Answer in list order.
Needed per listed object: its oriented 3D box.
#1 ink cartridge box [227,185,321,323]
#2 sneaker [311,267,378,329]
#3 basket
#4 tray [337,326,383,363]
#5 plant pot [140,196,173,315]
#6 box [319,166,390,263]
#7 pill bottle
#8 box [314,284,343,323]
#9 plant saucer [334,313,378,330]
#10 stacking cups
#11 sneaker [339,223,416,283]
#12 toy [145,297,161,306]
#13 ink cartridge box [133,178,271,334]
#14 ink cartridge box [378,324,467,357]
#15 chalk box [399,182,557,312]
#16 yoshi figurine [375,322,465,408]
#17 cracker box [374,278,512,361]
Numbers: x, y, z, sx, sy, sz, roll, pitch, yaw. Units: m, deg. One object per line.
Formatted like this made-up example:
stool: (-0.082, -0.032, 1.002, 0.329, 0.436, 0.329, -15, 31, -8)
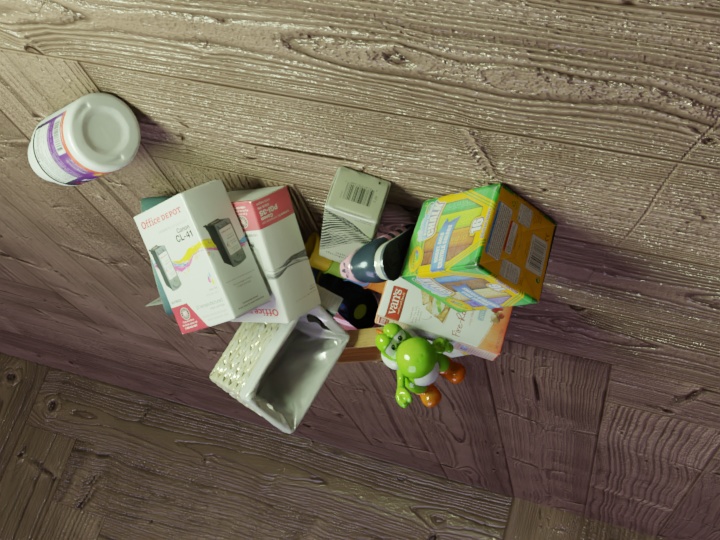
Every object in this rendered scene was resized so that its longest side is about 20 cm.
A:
ink cartridge box: (-0.160, -0.022, 1.460, 0.146, 0.083, 0.201, -1, 111, 43)
sneaker: (-0.037, 0.038, 1.682, 0.078, 0.066, 0.200, 28, 167, 45)
basket: (-0.137, 0.146, 1.566, 0.123, 0.201, 0.136, 15, 157, 45)
tray: (-0.010, 0.135, 1.674, 0.199, 0.037, 0.098, -7, 158, 39)
plant pot: (-0.281, -0.037, 1.577, 0.134, 0.201, 0.200, -12, 162, -8)
box: (-0.012, -0.073, 1.370, 0.082, 0.069, 0.200, 18, 160, 2)
pill bottle: (-0.413, -0.185, 1.367, 0.111, 0.112, 0.199, 31, 157, -32)
box: (-0.119, 0.052, 1.638, 0.144, 0.036, 0.200, 29, 161, -4)
plant saucer: (-0.048, 0.123, 1.958, 0.199, 0.051, 0.201, 16, 160, 6)
stacking cups: (0.000, 0.000, 1.576, 0.199, 0.061, 0.060, 23, 160, -18)
sneaker: (0.038, -0.025, 1.343, 0.082, 0.071, 0.200, -7, -175, 25)
toy: (-0.281, 0.051, 1.694, 0.199, 0.115, 0.047, -3, 109, 36)
ink cartridge box: (-0.241, -0.018, 1.413, 0.147, 0.085, 0.201, -17, 98, 45)
ink cartridge box: (0.144, 0.084, 1.628, 0.144, 0.084, 0.200, 26, 160, -20)
chalk box: (0.145, -0.025, 1.277, 0.123, 0.125, 0.199, 30, 156, -31)
yoshi figurine: (0.094, 0.149, 1.431, 0.111, 0.113, 0.200, -10, 150, 27)
cracker box: (0.136, 0.044, 1.453, 0.199, 0.135, 0.058, 17, 163, 2)
